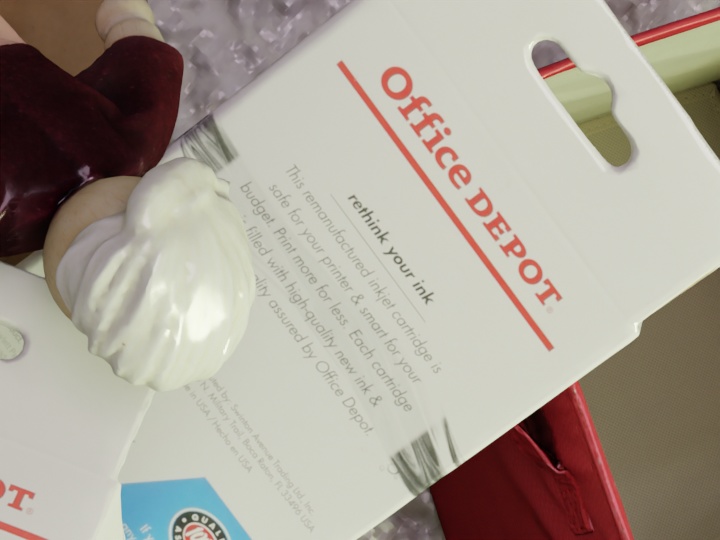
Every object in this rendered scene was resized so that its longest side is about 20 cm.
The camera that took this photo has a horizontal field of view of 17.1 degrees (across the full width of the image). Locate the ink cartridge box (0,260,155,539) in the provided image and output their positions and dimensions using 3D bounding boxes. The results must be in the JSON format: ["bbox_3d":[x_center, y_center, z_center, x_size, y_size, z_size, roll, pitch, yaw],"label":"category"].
[{"bbox_3d":[-0.132,0.093,0.602,0.115,0.068,0.200,21,69,4],"label":"ink cartridge box"}]

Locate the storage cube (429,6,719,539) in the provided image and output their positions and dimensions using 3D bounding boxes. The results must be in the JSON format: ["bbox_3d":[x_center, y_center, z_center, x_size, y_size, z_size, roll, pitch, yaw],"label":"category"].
[{"bbox_3d":[0.110,0.015,0.796,0.199,0.180,0.171,-20,86,-17],"label":"storage cube"}]

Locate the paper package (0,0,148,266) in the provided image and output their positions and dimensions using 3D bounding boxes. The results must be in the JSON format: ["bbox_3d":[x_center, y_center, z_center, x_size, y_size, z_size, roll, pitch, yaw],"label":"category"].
[{"bbox_3d":[-0.159,-0.016,0.740,0.190,0.103,0.201,1,80,-37],"label":"paper package"}]

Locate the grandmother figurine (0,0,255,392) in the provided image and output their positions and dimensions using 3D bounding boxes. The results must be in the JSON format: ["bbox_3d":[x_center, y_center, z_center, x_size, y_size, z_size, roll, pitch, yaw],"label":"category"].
[{"bbox_3d":[-0.097,-0.040,0.617,0.121,0.061,0.200,-34,56,-25],"label":"grandmother figurine"}]

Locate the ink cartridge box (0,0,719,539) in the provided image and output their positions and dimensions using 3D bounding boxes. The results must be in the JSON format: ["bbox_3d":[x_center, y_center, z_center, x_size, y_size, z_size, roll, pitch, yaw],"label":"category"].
[{"bbox_3d":[0.000,0.000,0.660,0.200,0.067,0.116,-36,90,13],"label":"ink cartridge box"}]
